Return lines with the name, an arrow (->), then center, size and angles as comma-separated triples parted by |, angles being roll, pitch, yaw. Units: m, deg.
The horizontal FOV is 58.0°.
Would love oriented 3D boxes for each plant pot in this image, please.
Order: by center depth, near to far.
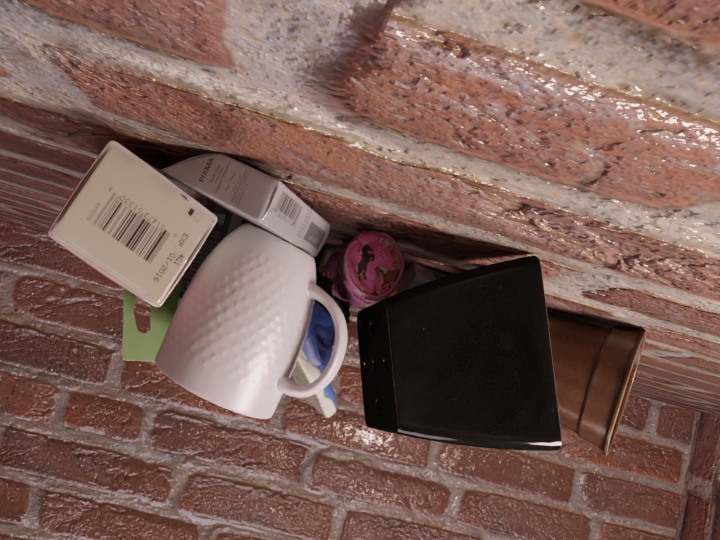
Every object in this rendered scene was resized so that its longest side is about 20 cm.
plant pot -> 0.096, 0.106, 0.753 | 0.171, 0.207, 0.199 | -4, 172, -15
plant pot -> 0.342, 0.165, 1.069 | 0.194, 0.206, 0.199 | 19, 176, 28

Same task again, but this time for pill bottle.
pill bottle -> -0.173, 0.012, 0.846 | 0.110, 0.207, 0.114 | 14, 173, 2

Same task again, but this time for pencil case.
pencil case -> 0.000, 0.000, 0.877 | 0.085, 0.084, 0.200 | 35, 170, -8

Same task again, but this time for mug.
mug -> -0.104, 0.058, 0.714 | 0.196, 0.180, 0.147 | 24, 177, 20

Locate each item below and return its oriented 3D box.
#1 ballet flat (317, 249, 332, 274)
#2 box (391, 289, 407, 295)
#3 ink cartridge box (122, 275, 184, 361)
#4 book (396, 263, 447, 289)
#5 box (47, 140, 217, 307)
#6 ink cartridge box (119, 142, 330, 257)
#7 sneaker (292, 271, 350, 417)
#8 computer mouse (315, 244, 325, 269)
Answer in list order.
ballet flat -> -0.061, -0.003, 1.053 | 0.069, 0.067, 0.197 | 20, 174, -43
box -> 0.120, 0.089, 0.922 | 0.196, 0.123, 0.041 | 0, 162, -40
ink cartridge box -> -0.232, 0.058, 0.922 | 0.195, 0.150, 0.048 | 12, 149, -36
book -> 0.134, 0.064, 1.052 | 0.195, 0.049, 0.134 | 17, 135, -24
box -> -0.244, -0.050, 0.706 | 0.127, 0.111, 0.199 | 36, 172, -18
ink cartridge box -> -0.143, -0.092, 0.713 | 0.196, 0.048, 0.160 | 29, 178, 19
sneaker -> -0.048, 0.096, 0.874 | 0.076, 0.110, 0.204 | 20, 139, 53
computer mouse -> -0.104, 0.041, 0.953 | 0.033, 0.205, 0.058 | 24, 177, -18
